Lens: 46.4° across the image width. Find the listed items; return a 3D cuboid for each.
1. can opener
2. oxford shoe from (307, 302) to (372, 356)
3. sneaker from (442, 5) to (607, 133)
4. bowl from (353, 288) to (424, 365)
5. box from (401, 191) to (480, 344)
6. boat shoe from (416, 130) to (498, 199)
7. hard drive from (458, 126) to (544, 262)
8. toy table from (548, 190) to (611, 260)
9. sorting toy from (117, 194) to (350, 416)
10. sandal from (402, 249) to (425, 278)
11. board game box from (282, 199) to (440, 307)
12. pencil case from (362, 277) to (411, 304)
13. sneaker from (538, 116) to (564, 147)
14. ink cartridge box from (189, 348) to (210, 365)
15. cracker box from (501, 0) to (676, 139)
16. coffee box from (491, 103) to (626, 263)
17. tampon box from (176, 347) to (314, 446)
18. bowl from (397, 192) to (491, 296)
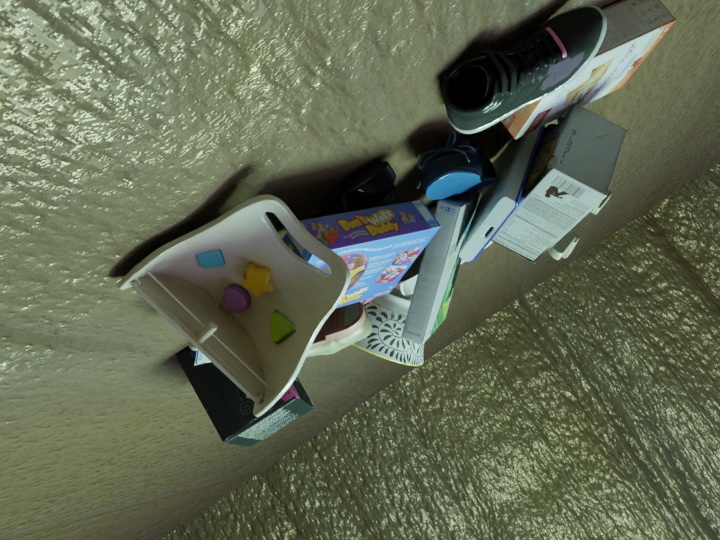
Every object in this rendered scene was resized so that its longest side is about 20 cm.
[{"bbox_3d":[-0.039,-0.055,1.008,0.200,0.079,0.063,-36,-148,-7],"label":"can opener"},{"bbox_3d":[-0.078,0.102,1.173,0.200,0.071,0.074,-16,143,13],"label":"oxford shoe"},{"bbox_3d":[0.172,-0.216,0.891,0.200,0.071,0.099,-33,172,16],"label":"sneaker"},{"bbox_3d":[0.035,0.076,1.439,0.094,0.201,0.201,-66,160,8],"label":"bowl"},{"bbox_3d":[0.114,-0.010,1.169,0.144,0.036,0.200,-34,141,-68],"label":"box"},{"bbox_3d":[0.114,-0.133,1.075,0.084,0.069,0.200,-24,175,19],"label":"boat shoe"},{"bbox_3d":[0.198,-0.118,1.157,0.132,0.025,0.200,-58,-176,48],"label":"hard drive"},{"bbox_3d":[0.336,-0.110,1.421,0.200,0.117,0.184,-49,165,-20],"label":"toy table"},{"bbox_3d":[-0.108,0.015,0.863,0.180,0.200,0.107,-40,-170,28],"label":"sorting toy"},{"bbox_3d":[0.000,0.000,1.154,0.200,0.080,0.054,-13,-160,-2],"label":"sandal"},{"bbox_3d":[-0.017,-0.010,0.977,0.200,0.045,0.134,-13,150,-42],"label":"board game box"},{"bbox_3d":[0.005,-0.002,1.225,0.200,0.091,0.094,-32,161,3],"label":"pencil case"},{"bbox_3d":[0.261,-0.174,1.268,0.074,0.088,0.200,0,178,-21],"label":"sneaker"},{"bbox_3d":[-0.157,0.058,1.048,0.200,0.039,0.100,2,99,-68],"label":"ink cartridge box"},{"bbox_3d":[0.271,-0.252,1.030,0.200,0.058,0.134,-27,165,-23],"label":"cracker box"},{"bbox_3d":[0.256,-0.109,1.111,0.113,0.080,0.200,-64,-177,-28],"label":"coffee box"},{"bbox_3d":[-0.171,0.174,1.290,0.126,0.150,0.200,-32,167,-4],"label":"tampon box"},{"bbox_3d":[0.131,-0.051,1.367,0.200,0.075,0.200,-32,167,-6],"label":"bowl"}]
